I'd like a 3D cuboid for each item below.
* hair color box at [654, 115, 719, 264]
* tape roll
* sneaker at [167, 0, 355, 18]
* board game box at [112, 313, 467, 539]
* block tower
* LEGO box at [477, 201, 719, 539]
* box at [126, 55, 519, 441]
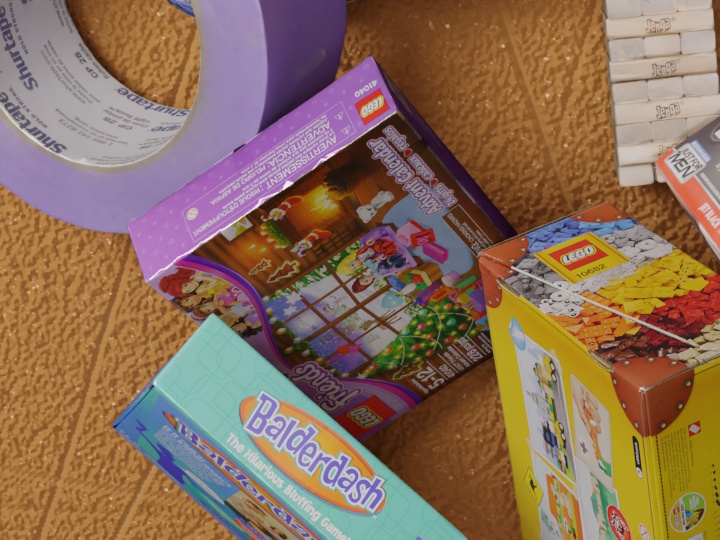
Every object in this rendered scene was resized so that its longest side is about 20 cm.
[{"bbox_3d":[0.226,0.025,0.796,0.064,0.111,0.201,-34,113,9],"label":"hair color box"},{"bbox_3d":[-0.112,-0.126,0.802,0.198,0.085,0.202,11,118,22],"label":"tape roll"},{"bbox_3d":[-0.008,-0.164,0.822,0.198,0.078,0.076,-11,98,13],"label":"sneaker"},{"bbox_3d":[-0.043,0.100,0.820,0.152,0.200,0.045,42,74,-4],"label":"board game box"},{"bbox_3d":[0.142,-0.147,0.827,0.053,0.058,0.202,-5,102,6],"label":"block tower"},{"bbox_3d":[0.132,0.093,0.791,0.076,0.149,0.202,-20,119,-17],"label":"LEGO box"},{"bbox_3d":[0.000,0.000,0.811,0.136,0.200,0.039,-33,52,11],"label":"box"}]
